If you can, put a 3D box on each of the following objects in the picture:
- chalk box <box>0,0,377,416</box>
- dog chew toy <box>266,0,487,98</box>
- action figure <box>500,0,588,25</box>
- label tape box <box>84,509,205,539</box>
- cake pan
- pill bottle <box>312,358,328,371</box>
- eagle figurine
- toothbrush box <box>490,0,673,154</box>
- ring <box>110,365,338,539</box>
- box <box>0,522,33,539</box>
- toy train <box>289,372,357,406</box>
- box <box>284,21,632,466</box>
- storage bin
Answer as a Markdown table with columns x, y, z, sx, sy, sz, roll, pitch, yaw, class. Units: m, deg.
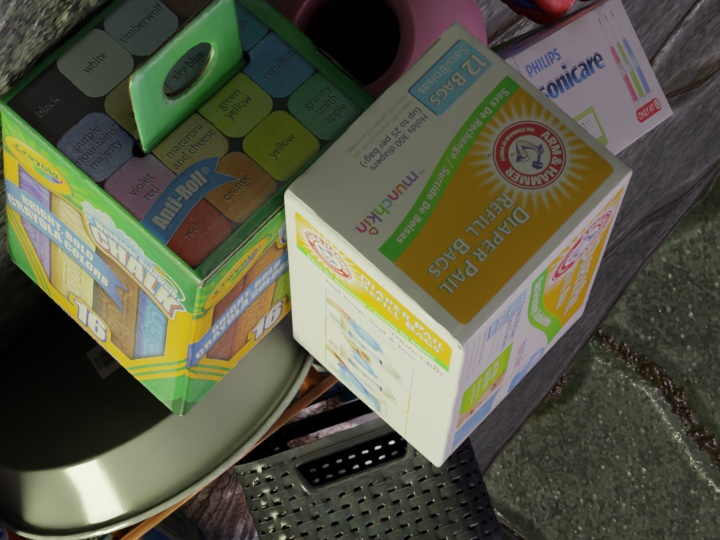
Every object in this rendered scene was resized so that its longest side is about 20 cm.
| x | y | z | sx | sy | sz | roll | pitch | yaw | class |
| --- | --- | --- | --- | --- | --- | --- | --- | --- | --- |
| -0.076 | -0.048 | 0.966 | 0.124 | 0.124 | 0.200 | -44 | 169 | -22 | chalk box |
| 0.008 | -0.102 | 1.110 | 0.125 | 0.124 | 0.200 | -48 | 171 | 2 | dog chew toy |
| 0.066 | -0.194 | 1.206 | 0.065 | 0.099 | 0.200 | -48 | 147 | 20 | action figure |
| -0.173 | 0.235 | 1.277 | 0.200 | 0.066 | 0.143 | -46 | -162 | 5 | label tape box |
| -0.116 | 0.053 | 1.107 | 0.200 | 0.037 | 0.201 | -23 | -149 | 15 | cake pan |
| 0.000 | 0.000 | 1.198 | 0.199 | 0.114 | 0.113 | -2 | -160 | 35 | pill bottle |
| -0.072 | 0.099 | 1.507 | 0.151 | 0.152 | 0.200 | -30 | 179 | 15 | eagle figurine |
| 0.061 | -0.078 | 1.290 | 0.200 | 0.086 | 0.146 | -22 | -173 | 38 | toothbrush box |
| -0.090 | 0.110 | 1.156 | 0.200 | 0.019 | 0.200 | -38 | 178 | -2 | ring |
| -0.238 | 0.145 | 1.088 | 0.100 | 0.095 | 0.200 | -47 | 169 | 1 | box |
| 0.008 | 0.033 | 1.360 | 0.200 | 0.087 | 0.114 | -23 | 175 | 26 | toy train |
| 0.039 | -0.006 | 0.974 | 0.113 | 0.101 | 0.200 | -46 | 167 | -14 | box |
| 0.000 | 0.134 | 1.319 | 0.135 | 0.094 | 0.200 | -19 | 180 | -4 | storage bin |
